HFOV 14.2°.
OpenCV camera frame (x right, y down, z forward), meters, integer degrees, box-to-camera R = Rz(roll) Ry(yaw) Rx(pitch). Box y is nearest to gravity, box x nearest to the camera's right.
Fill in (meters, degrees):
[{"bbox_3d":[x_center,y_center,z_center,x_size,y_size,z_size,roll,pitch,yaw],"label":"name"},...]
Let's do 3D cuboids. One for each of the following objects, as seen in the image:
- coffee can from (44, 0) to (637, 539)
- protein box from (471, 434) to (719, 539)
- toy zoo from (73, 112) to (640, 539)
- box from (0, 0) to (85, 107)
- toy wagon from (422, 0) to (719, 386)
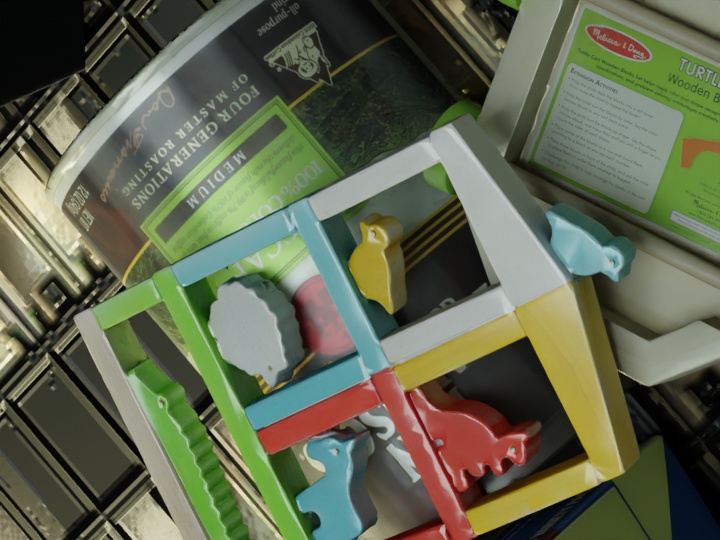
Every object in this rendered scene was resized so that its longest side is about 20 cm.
[{"bbox_3d":[0.000,0.000,1.084,0.200,0.146,0.146,49,122,5],"label":"coffee can"},{"bbox_3d":[0.068,0.207,1.117,0.200,0.135,0.199,-32,91,38],"label":"protein box"},{"bbox_3d":[0.008,0.033,0.995,0.199,0.020,0.132,-25,93,28],"label":"toy zoo"},{"bbox_3d":[-0.183,-0.165,1.137,0.106,0.122,0.201,10,112,26],"label":"box"},{"bbox_3d":[0.112,-0.065,0.965,0.155,0.040,0.201,28,106,25],"label":"toy wagon"}]
